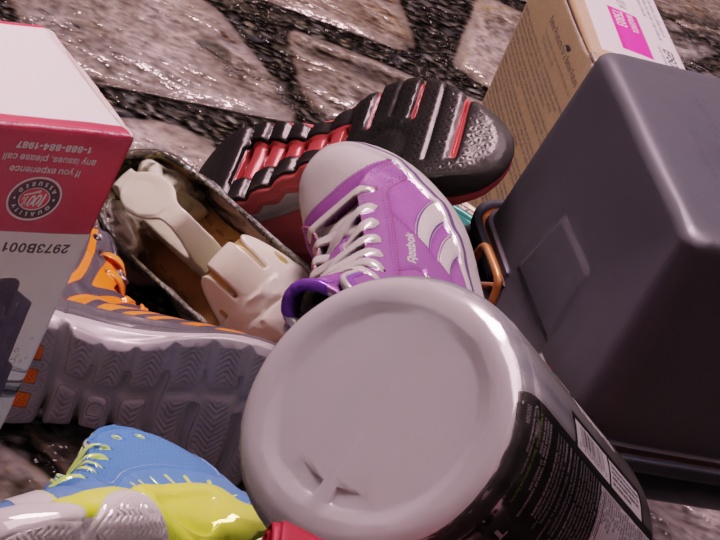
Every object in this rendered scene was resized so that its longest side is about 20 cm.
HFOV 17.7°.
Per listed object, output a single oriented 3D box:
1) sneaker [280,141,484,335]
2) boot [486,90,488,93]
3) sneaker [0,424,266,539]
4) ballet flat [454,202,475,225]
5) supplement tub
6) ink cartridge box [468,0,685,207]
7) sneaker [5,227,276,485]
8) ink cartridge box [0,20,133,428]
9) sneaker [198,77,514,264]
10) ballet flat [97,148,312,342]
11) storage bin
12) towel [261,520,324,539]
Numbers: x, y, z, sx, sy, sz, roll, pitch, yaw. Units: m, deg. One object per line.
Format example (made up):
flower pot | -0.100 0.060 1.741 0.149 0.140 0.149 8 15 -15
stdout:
sneaker | 0.001 0.000 1.071 0.114 0.073 0.201 25 27 -45
boot | 0.175 -0.124 1.684 0.144 0.071 0.201 32 27 2
sneaker | -0.105 0.107 0.920 0.105 0.076 0.200 31 10 38
ballet flat | 0.013 -0.024 1.318 0.200 0.069 0.069 28 24 9
supplement tub | 0.044 0.095 0.935 0.123 0.123 0.200 43 -3 36
ink cartridge box | 0.127 -0.081 1.411 0.075 0.165 0.200 19 25 -12
sneaker | -0.099 0.029 1.071 0.200 0.078 0.112 18 26 -16
ink cartridge box | -0.196 0.004 0.877 0.145 0.200 0.084 3 34 -41
sneaker | 0.008 -0.042 1.223 0.087 0.200 0.074 50 49 -35
ballet flat | -0.071 0.000 1.162 0.072 0.072 0.200 -3 34 -47
storage bin | 0.134 -0.007 1.117 0.145 0.134 0.200 11 34 -22
towel | 0.049 0.157 0.766 0.200 0.022 0.145 24 22 -7
